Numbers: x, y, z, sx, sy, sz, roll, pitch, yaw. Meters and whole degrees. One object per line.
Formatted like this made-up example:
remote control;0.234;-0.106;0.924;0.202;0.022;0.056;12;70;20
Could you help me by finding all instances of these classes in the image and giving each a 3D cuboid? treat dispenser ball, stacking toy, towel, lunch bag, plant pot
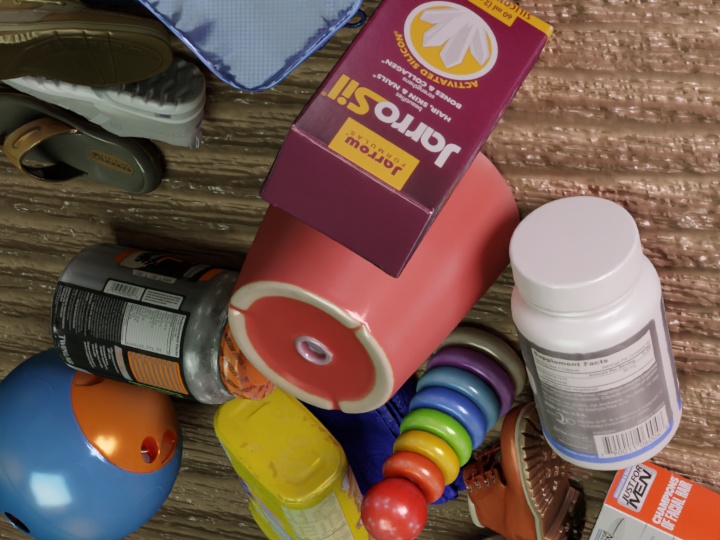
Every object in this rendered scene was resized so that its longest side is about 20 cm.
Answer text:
treat dispenser ball;-0.276;0.173;1.817;0.200;0.201;0.201;21;143;16
stacking toy;0.063;0.143;1.520;0.085;0.200;0.085;20;143;16
towel;0.003;0.139;1.693;0.147;0.050;0.200;-6;130;41
lunch bag;-0.072;-0.229;1.241;0.136;0.132;0.200;-36;110;29
plant pot;0.000;0.000;1.420;0.200;0.177;0.201;21;144;16

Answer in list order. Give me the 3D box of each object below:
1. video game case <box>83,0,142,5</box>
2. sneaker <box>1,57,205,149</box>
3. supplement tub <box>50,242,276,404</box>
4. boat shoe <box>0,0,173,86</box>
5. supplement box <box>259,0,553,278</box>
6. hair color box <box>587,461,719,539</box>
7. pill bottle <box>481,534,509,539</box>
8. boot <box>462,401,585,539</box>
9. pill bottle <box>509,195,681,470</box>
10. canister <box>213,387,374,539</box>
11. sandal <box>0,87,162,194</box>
video game case;-0.165;-0.259;1.375;0.200;0.018;0.143;6;138;32
sneaker;-0.217;-0.143;1.505;0.200;0.075;0.082;20;145;20
supplement tub;-0.168;0.050;1.656;0.200;0.123;0.123;12;140;26
boat shoe;-0.243;-0.190;1.444;0.199;0.067;0.074;3;148;6
supplement box;0.033;-0.108;1.243;0.110;0.200;0.086;32;144;2
hair color box;0.299;0.246;1.582;0.200;0.064;0.111;24;145;10
pill bottle;0.103;0.342;1.798;0.120;0.120;0.200;38;145;-7
boot;0.132;0.180;1.627;0.107;0.075;0.200;18;144;27
pill bottle;0.176;0.048;1.395;0.114;0.114;0.200;10;139;28
canister;-0.057;0.204;1.730;0.149;0.087;0.200;43;164;30
sandal;-0.268;-0.102;1.609;0.200;0.055;0.082;21;143;16
